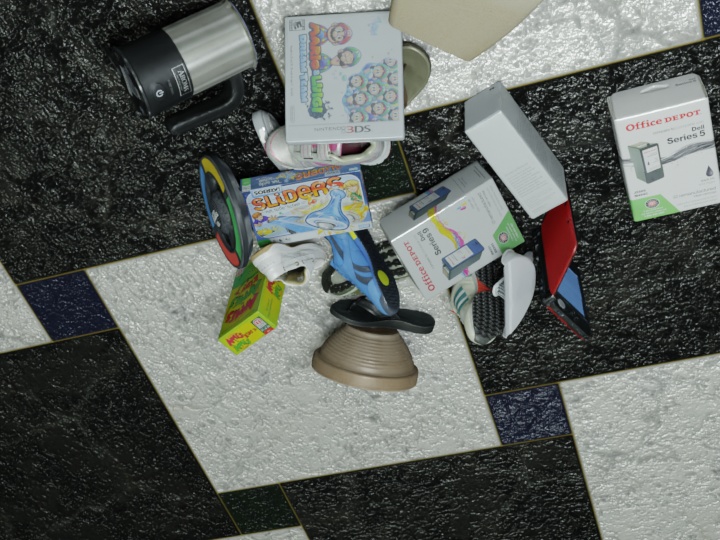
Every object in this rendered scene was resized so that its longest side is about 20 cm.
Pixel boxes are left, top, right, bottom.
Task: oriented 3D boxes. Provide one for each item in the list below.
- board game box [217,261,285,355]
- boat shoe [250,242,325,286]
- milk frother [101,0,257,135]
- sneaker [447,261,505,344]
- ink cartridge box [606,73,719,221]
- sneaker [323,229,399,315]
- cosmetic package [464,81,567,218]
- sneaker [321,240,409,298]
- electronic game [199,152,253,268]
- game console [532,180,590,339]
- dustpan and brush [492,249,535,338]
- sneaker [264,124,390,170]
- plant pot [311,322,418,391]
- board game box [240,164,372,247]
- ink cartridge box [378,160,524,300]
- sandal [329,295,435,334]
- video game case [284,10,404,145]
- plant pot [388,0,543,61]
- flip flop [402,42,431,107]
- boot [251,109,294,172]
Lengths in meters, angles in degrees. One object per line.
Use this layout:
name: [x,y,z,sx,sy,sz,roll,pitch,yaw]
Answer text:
board game box: [-0.184,0.047,1.791,0.102,0.200,0.048,-35,117,27]
boat shoe: [-0.116,-0.003,1.760,0.071,0.200,0.069,-36,75,25]
milk frother: [-0.286,-0.334,1.566,0.188,0.200,0.181,-29,155,-16]
sneaker: [0.197,0.066,1.778,0.070,0.200,0.093,22,132,-19]
ink cartridge box: [0.487,-0.194,1.621,0.145,0.084,0.200,-13,125,15]
sneaker: [0.000,0.000,1.770,0.078,0.066,0.200,-35,73,25]
cosmetic package: [0.250,-0.192,1.634,0.071,0.102,0.200,-29,119,25]
sneaker: [0.033,0.004,1.839,0.200,0.077,0.089,-15,156,14]
electronic game: [-0.229,-0.099,1.699,0.042,0.200,0.200,-19,130,-20]
game console: [0.357,-0.019,1.693,0.119,0.200,0.172,-37,116,28]
dustpan and brush: [0.268,0.012,1.729,0.057,0.200,0.140,13,119,33]
sneaker: [-0.054,-0.203,1.598,0.200,0.088,0.082,-4,91,3]
plant pot: [0.014,0.148,1.876,0.200,0.201,0.093,9,100,-2]
board game box: [-0.088,-0.112,1.698,0.200,0.034,0.135,-11,137,4]
ink cartridge box: [0.152,-0.066,1.710,0.200,0.088,0.145,-30,121,3]
sandal: [0.043,0.072,1.877,0.200,0.075,0.048,8,117,-12]
video game case: [-0.025,-0.294,1.551,0.182,0.024,0.200,-2,83,7]
plant pot: [0.140,-0.419,1.426,0.200,0.200,0.177,23,137,-12]
flip flop: [0.042,-0.275,1.616,0.081,0.058,0.200,32,123,-18]
boot: [-0.095,-0.200,1.686,0.095,0.074,0.200,-23,131,13]
